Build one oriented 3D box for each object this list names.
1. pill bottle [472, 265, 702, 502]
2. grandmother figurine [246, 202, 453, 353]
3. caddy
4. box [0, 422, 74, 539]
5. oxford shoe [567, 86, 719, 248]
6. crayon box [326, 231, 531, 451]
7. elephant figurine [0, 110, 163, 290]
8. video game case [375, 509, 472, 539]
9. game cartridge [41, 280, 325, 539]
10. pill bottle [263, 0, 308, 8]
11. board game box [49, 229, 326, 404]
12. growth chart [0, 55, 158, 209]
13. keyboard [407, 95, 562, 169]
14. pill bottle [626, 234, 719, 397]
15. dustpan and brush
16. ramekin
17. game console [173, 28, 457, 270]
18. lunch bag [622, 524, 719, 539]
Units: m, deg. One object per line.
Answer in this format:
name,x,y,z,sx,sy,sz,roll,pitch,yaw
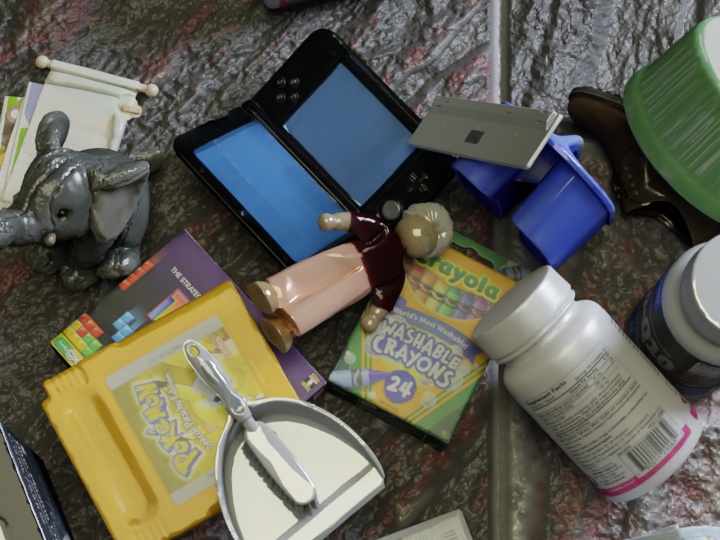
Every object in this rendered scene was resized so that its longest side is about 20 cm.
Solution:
pill bottle,0.200,0.099,1.287,0.113,0.113,0.200,-44,96,-14
grandmother figurine,0.000,0.000,1.289,0.200,0.122,0.061,-31,37,-21
caddy,0.168,-0.083,1.327,0.141,0.200,0.105,44,93,11
box,-0.297,0.249,1.188,0.117,0.200,0.197,-23,76,-9
oxford shoe,0.271,-0.101,1.397,0.200,0.073,0.084,42,77,9
crayon box,0.068,0.050,1.350,0.125,0.052,0.201,27,73,5
elephant figurine,-0.251,-0.067,1.269,0.141,0.200,0.156,-6,71,-2
video game case,0.041,0.337,1.277,0.181,0.022,0.201,-19,76,-9
game cartridge,-0.158,0.131,1.263,0.199,0.032,0.177,-29,80,-14
pill bottle,-0.009,-0.336,1.428,0.199,0.114,0.114,-14,75,-7
board game box,-0.157,0.090,1.321,0.165,0.057,0.200,-42,80,-13
growth chart,-0.299,-0.116,1.395,0.144,0.018,0.201,20,73,3
keyboard,0.106,-0.123,1.272,0.011,0.200,0.056,32,85,-29
pill bottle,0.314,0.040,1.290,0.113,0.200,0.114,1,73,-3
dustpan and brush,-0.087,0.142,1.221,0.139,0.057,0.200,-38,82,-12
ramekin,0.355,-0.143,1.350,0.199,0.098,0.201,22,43,-23
game console,-0.039,-0.109,1.351,0.176,0.116,0.200,-46,80,11
lunch bag,0.260,0.307,1.206,0.126,0.200,0.170,-6,74,-6
